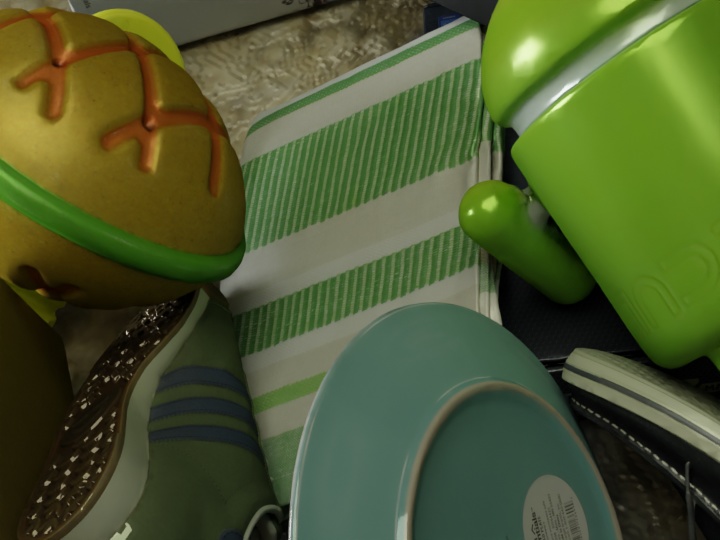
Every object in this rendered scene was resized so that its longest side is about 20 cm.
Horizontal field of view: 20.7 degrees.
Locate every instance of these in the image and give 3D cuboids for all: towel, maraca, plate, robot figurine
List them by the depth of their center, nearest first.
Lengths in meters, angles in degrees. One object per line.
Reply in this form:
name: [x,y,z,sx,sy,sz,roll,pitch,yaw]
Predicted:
plate: [0.048,0.107,0.681,0.025,0.200,0.202,-17,50,37]
robot figurine: [0.122,-0.046,0.722,0.175,0.116,0.201,-36,83,20]
maraca: [-0.132,-0.056,0.782,0.199,0.137,0.107,32,105,-4]
towel: [0.000,0.000,0.819,0.152,0.023,0.201,-21,54,33]

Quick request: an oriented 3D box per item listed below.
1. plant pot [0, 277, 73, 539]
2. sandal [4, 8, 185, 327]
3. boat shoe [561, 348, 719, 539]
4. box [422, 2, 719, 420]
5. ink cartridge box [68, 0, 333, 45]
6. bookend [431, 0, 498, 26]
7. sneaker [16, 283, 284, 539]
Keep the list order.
plant pot: [-0.201,0.114,0.727,0.199,0.200,0.178,-22,71,1]
sandal: [-0.157,-0.029,0.884,0.200,0.079,0.087,-51,25,-12]
boat shoe: [0.150,0.099,0.722,0.200,0.075,0.062,38,100,14]
box: [0.110,-0.036,0.839,0.156,0.051,0.201,-6,57,6]
ink cartridge box: [-0.058,-0.218,0.930,0.198,0.146,0.148,-16,57,1]
bookend: [0.125,-0.159,0.812,0.199,0.093,0.198,-28,42,-34]
sneaker: [-0.069,0.079,0.767,0.067,0.090,0.200,-37,15,19]
